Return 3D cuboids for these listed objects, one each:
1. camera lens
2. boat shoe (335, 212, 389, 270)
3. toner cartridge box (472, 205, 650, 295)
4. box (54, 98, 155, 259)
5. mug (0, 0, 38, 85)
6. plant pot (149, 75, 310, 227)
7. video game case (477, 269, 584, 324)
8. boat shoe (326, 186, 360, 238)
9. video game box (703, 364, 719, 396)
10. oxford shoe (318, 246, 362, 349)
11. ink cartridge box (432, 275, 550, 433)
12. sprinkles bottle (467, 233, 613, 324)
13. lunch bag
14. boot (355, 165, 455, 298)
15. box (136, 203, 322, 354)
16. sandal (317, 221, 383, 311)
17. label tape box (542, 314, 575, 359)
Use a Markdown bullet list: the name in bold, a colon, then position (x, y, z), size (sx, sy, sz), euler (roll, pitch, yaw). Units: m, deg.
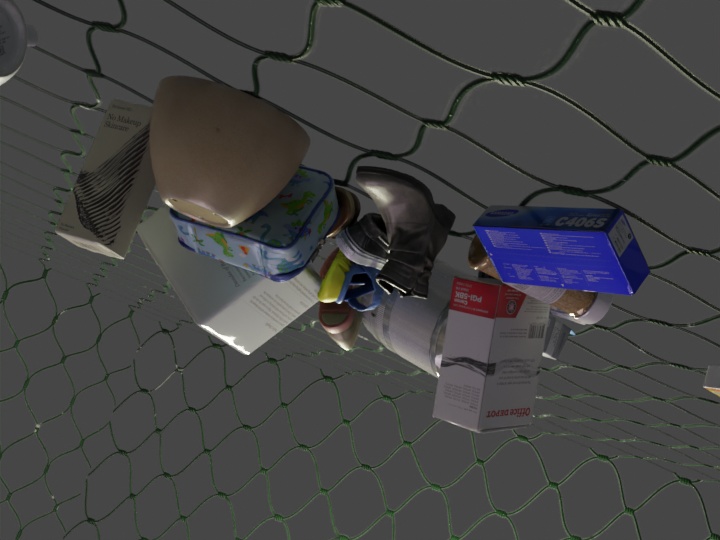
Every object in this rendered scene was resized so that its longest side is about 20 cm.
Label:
- **camera lens**: position (0.118, 0.071, 1.657), size (0.200, 0.160, 0.160), euler (27, 177, 43)
- **boat shoe**: position (0.040, -0.043, 1.537), size (0.072, 0.071, 0.200), euler (57, -160, 12)
- **toner cartridge box**: position (0.233, -0.026, 1.283), size (0.200, 0.043, 0.095), euler (7, 135, 49)
- **box**: position (-0.325, -0.123, 1.461), size (0.082, 0.200, 0.068), euler (13, 167, 26)
- **mug**: position (-0.453, -0.265, 1.225), size (0.175, 0.148, 0.200), euler (7, -166, 24)
- **plant pot**: position (-0.177, -0.132, 1.343), size (0.200, 0.135, 0.200), euler (18, 169, 4)
- **video game case**: position (0.263, 0.027, 1.620), size (0.181, 0.023, 0.200), euler (18, 168, 8)
- **boat shoe**: position (-0.037, -0.079, 1.562), size (0.072, 0.072, 0.200), euler (-8, 172, -25)
- **video game box**: position (0.672, 0.203, 1.700), size (0.182, 0.047, 0.200), euler (29, 165, -29)
- **oxford shoe**: position (-0.025, 0.038, 1.732), size (0.071, 0.200, 0.074), euler (-6, 134, 19)
- **ink cartridge box**: position (0.184, 0.114, 1.513), size (0.083, 0.201, 0.147), euler (12, -176, 39)
- **sprinkles bottle**: position (0.239, 0.004, 1.441), size (0.200, 0.068, 0.068), euler (25, 167, -22)
- **lunch bag**: position (-0.136, -0.080, 1.450), size (0.200, 0.161, 0.083), euler (16, 144, 21)
- **boot**: position (0.049, -0.042, 1.383), size (0.068, 0.131, 0.200), euler (10, 165, 39)
- **box**: position (-0.187, -0.014, 1.632), size (0.200, 0.171, 0.199), euler (53, -179, 22)
- **sandal**: position (0.000, 0.000, 1.585), size (0.087, 0.200, 0.080), euler (25, 124, -2)
- **label tape box**: position (0.259, 0.096, 1.799), size (0.143, 0.066, 0.200), euler (16, 173, 27)
